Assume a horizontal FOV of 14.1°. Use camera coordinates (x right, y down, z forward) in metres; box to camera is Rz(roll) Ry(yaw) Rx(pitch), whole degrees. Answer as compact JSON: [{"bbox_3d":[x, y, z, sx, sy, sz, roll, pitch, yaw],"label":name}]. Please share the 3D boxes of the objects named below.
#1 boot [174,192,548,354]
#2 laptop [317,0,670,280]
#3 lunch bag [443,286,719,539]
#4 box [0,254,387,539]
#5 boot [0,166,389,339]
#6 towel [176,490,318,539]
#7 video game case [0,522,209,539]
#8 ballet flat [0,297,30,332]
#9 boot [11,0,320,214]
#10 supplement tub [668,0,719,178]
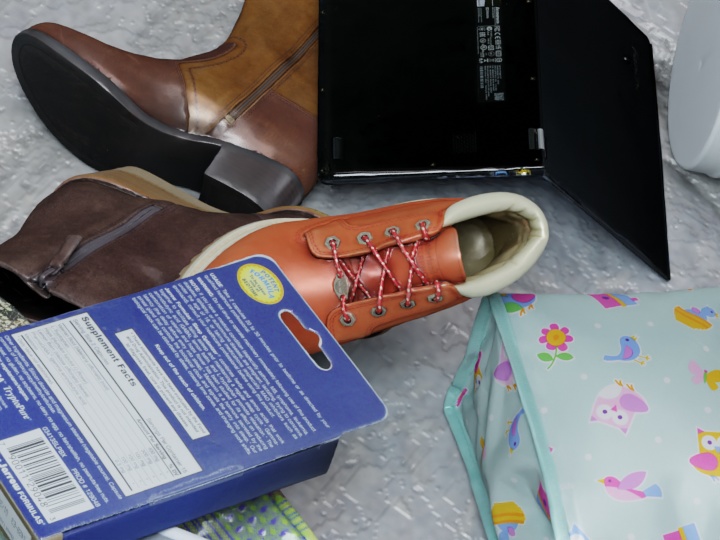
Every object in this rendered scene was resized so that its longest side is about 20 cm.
[{"bbox_3d":[0.000,0.000,1.485,0.199,0.107,0.075,-18,94,-29],"label":"boot"},{"bbox_3d":[0.078,-0.097,1.712,0.199,0.116,0.188,-3,53,3],"label":"laptop"},{"bbox_3d":[0.152,0.114,1.537,0.170,0.122,0.201,-3,50,-20],"label":"lunch bag"},{"bbox_3d":[-0.097,0.064,1.376,0.199,0.032,0.121,-17,54,-32],"label":"box"},{"bbox_3d":[-0.093,0.012,1.541,0.199,0.073,0.166,21,28,17],"label":"boot"},{"bbox_3d":[-0.094,0.198,1.414,0.200,0.023,0.144,-36,73,-10],"label":"towel"},{"bbox_3d":[-0.152,0.188,1.333,0.199,0.023,0.182,20,71,10],"label":"video game case"},{"bbox_3d":[-0.174,0.061,1.415,0.200,0.068,0.075,38,12,13],"label":"ballet flat"},{"bbox_3d":[-0.081,-0.131,1.680,0.188,0.069,0.200,28,51,5],"label":"boot"},{"bbox_3d":[0.296,-0.106,1.735,0.199,0.132,0.132,10,52,-10],"label":"supplement tub"}]
